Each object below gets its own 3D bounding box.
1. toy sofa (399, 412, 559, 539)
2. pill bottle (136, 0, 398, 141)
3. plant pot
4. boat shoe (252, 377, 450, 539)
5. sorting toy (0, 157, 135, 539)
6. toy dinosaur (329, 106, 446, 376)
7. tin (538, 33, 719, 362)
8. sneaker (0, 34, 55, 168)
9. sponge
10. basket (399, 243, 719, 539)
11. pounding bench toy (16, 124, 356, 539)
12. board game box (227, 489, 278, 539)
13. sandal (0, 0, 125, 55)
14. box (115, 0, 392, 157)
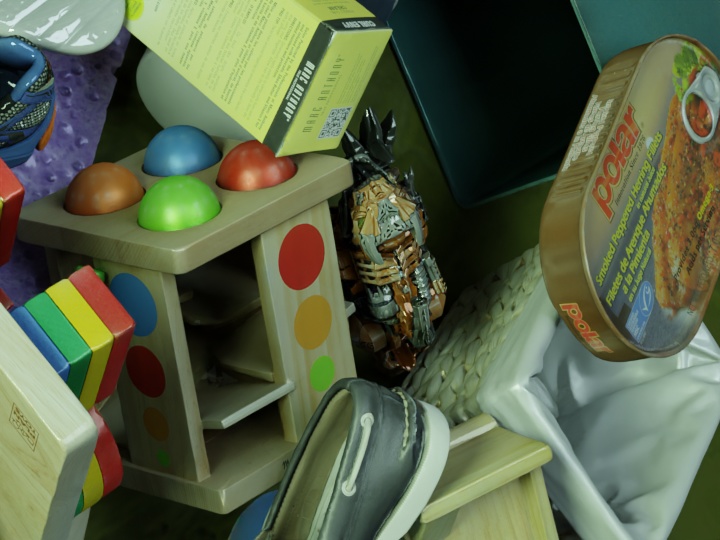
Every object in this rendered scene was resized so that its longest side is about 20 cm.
[{"bbox_3d":[0.062,0.180,1.431,0.082,0.097,0.201,-23,109,-24],"label":"toy sofa"},{"bbox_3d":[-0.039,-0.159,1.515,0.120,0.119,0.201,43,55,-23],"label":"pill bottle"},{"bbox_3d":[0.141,-0.148,1.656,0.200,0.141,0.142,-27,97,-44],"label":"plant pot"},{"bbox_3d":[-0.029,0.144,1.350,0.060,0.074,0.201,25,99,-34],"label":"boat shoe"},{"bbox_3d":[-0.176,0.027,1.245,0.069,0.199,0.200,-33,74,-26],"label":"sorting toy"},{"bbox_3d":[0.000,0.000,1.487,0.102,0.201,0.136,-16,55,-29],"label":"toy dinosaur"},{"bbox_3d":[0.155,-0.040,1.512,0.112,0.042,0.201,52,47,-31],"label":"tin"},{"bbox_3d":[-0.236,-0.081,1.330,0.199,0.078,0.076,-15,74,-24],"label":"sneaker"},{"bbox_3d":[-0.186,-0.079,1.427,0.111,0.030,0.201,30,62,-30],"label":"sponge"},{"bbox_3d":[0.103,0.079,1.541,0.136,0.123,0.200,54,34,-15],"label":"basket"},{"bbox_3d":[-0.105,0.028,1.371,0.200,0.124,0.157,-29,119,-41],"label":"pounding bench toy"},{"bbox_3d":[-0.025,0.216,1.473,0.158,0.039,0.201,-4,73,-61],"label":"board game box"},{"bbox_3d":[-0.219,-0.150,1.384,0.206,0.059,0.080,24,64,-9],"label":"sandal"},{"bbox_3d":[-0.079,-0.143,1.395,0.200,0.076,0.050,39,27,26],"label":"box"}]
